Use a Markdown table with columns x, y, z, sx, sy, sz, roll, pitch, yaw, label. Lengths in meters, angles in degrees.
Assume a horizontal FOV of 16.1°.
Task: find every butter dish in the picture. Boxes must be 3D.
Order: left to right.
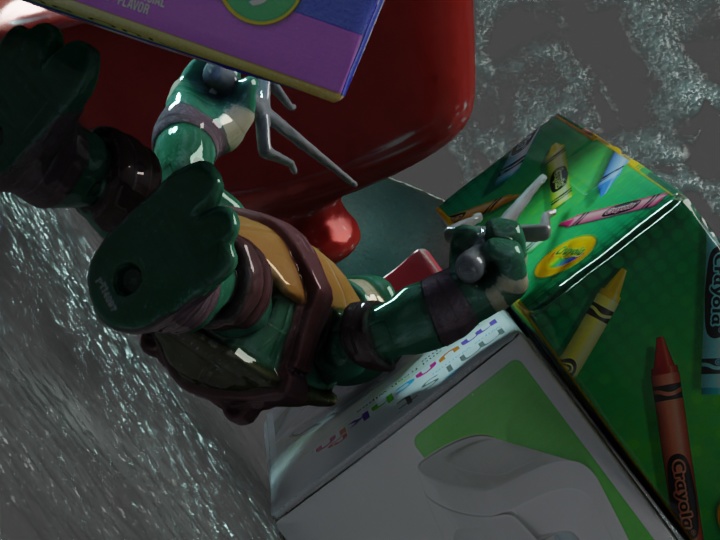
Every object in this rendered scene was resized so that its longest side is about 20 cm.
| x | y | z | sx | sy | sz | roll | pitch | yaw | label |
| --- | --- | --- | --- | --- | --- | --- | --- | --- | --- |
| -0.034 | -0.071 | 0.935 | 0.200 | 0.198 | 0.149 | -119 | -164 | -74 | butter dish |

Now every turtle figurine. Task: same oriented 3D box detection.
| x | y | z | sx | sy | sz | roll | pitch | yaw | label |
| --- | --- | --- | --- | --- | --- | --- | --- | --- | --- |
| -0.023 | -0.006 | 0.736 | 0.149 | 0.101 | 0.200 | 23 | 2 | 30 | turtle figurine |

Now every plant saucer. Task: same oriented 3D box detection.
| x | y | z | sx | sy | sz | roll | pitch | yaw | label |
| --- | --- | --- | --- | --- | --- | --- | --- | --- | --- |
| 0.000 | 0.000 | 1.110 | 0.200 | 0.039 | 0.201 | 20 | -13 | 5 | plant saucer |

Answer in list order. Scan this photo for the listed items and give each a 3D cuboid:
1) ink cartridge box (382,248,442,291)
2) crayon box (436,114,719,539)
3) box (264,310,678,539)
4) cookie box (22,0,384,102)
| x | y | z | sx | sy | sz | roll | pitch | yaw | label |
| --- | --- | --- | --- | --- | --- | --- | --- | --- | --- |
| 0.065 | 0.111 | 1.004 | 0.200 | 0.083 | 0.145 | 54 | 2 | 29 | ink cartridge box |
| 0.092 | 0.024 | 0.806 | 0.119 | 0.058 | 0.200 | 53 | 1 | -12 | crayon box |
| 0.061 | 0.114 | 0.803 | 0.201 | 0.096 | 0.176 | 53 | 1 | -6 | box |
| -0.070 | -0.104 | 0.655 | 0.170 | 0.076 | 0.200 | 20 | 3 | -1 | cookie box |
